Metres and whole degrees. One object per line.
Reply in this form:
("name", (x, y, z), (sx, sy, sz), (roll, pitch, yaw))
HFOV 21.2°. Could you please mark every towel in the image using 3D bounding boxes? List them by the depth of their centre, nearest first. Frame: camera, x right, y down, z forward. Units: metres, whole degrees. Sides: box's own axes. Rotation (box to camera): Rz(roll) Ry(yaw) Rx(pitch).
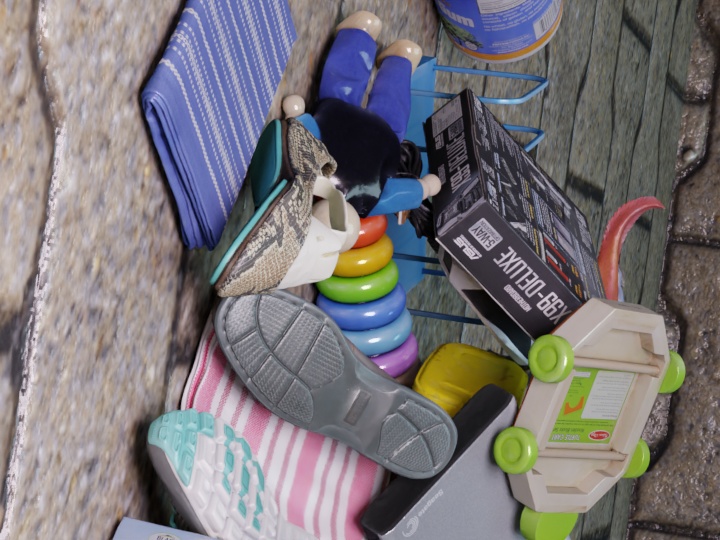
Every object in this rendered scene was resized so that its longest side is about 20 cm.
("towel", (-0.088, -0.129, 1.209), (0.145, 0.024, 0.201), (75, 25, -49))
("towel", (-0.041, 0.109, 1.299), (0.200, 0.030, 0.147), (37, 57, -38))

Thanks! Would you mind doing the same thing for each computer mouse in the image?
("computer mouse", (0.087, -0.009, 1.482), (0.200, 0.044, 0.110), (49, 12, -28))

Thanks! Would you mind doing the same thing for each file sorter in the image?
("file sorter", (0.085, -0.068, 1.632), (0.139, 0.122, 0.201), (-40, 134, -67))

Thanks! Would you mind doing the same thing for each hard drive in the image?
("hard drive", (0.081, 0.192, 1.387), (0.140, 0.033, 0.201), (-44, 137, -19))

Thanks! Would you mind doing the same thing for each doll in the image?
("doll", (0.001, -0.092, 1.382), (0.048, 0.136, 0.201), (-37, -152, 44))

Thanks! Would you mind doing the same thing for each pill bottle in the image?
("pill bottle", (0.107, -0.271, 1.636), (0.200, 0.111, 0.113), (63, 38, -61))

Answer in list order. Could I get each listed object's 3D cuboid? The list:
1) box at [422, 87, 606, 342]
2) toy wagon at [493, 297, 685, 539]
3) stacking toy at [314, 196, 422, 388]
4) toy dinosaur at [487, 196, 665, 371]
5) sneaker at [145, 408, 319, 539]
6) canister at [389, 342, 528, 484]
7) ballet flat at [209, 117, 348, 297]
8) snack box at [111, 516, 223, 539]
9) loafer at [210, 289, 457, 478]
("box", (0.119, -0.033, 1.457), (0.158, 0.050, 0.200), (45, 19, -23))
("toy wagon", (0.153, 0.118, 1.365), (0.155, 0.039, 0.201), (9, 106, -48))
("stacking toy", (0.000, 0.000, 1.458), (0.085, 0.085, 0.201), (-54, 144, -58))
("toy dinosaur", (0.163, 0.061, 1.537), (0.182, 0.104, 0.201), (-82, -172, -45))
("sneaker", (-0.094, 0.168, 1.207), (0.078, 0.091, 0.200), (-79, 147, -47))
("canister", (0.058, 0.170, 1.472), (0.149, 0.086, 0.201), (-45, 153, -71))
("ballet flat", (-0.042, -0.033, 1.234), (0.068, 0.075, 0.200), (-54, -168, 28))
("snack box", (-0.064, 0.249, 1.186), (0.201, 0.168, 0.068), (81, 27, -46))
("loafer", (-0.025, 0.072, 1.270), (0.072, 0.200, 0.063), (-54, -156, -3))
